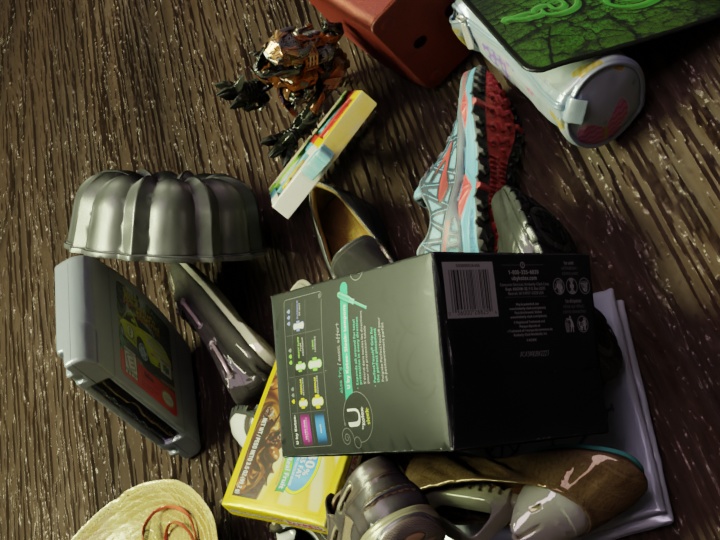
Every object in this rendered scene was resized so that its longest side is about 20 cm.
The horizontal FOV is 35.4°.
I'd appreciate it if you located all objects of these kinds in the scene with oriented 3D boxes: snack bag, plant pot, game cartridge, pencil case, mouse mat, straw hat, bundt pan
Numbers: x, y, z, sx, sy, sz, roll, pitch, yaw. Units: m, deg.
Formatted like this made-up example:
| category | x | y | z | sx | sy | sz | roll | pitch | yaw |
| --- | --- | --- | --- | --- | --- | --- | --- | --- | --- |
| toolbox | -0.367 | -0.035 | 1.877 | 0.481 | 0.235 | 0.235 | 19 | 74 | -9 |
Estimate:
| category | x | y | z | sx | sy | sz | roll | pitch | yaw |
| --- | --- | --- | --- | --- | --- | --- | --- | --- | --- |
| snack bag | 0.128 | 0.132 | 0.862 | 0.198 | 0.021 | 0.191 | -26 | 51 | 26 |
| plant pot | 0.042 | -0.298 | 1.074 | 0.200 | 0.199 | 0.177 | -43 | 57 | 10 |
| game cartridge | -0.213 | 0.077 | 1.049 | 0.040 | 0.200 | 0.134 | -26 | 51 | 10 |
| pencil case | 0.158 | -0.188 | 0.973 | 0.201 | 0.090 | 0.084 | 52 | 127 | 42 |
| mouse mat | 0.194 | -0.231 | 0.951 | 0.197 | 0.008 | 0.162 | -17 | 44 | -13 |
| straw hat | -0.177 | 0.291 | 0.975 | 0.198 | 0.085 | 0.204 | -17 | 53 | 24 |
| bundt pan | -0.187 | -0.057 | 1.099 | 0.200 | 0.200 | 0.077 | 11 | 100 | 42 |

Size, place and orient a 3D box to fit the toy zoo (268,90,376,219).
| category | x | y | z | sx | sy | sz | roll | pitch | yaw |
| --- | --- | --- | --- | --- | --- | --- | --- | --- | --- |
| toy zoo | -0.038 | -0.113 | 1.065 | 0.132 | 0.020 | 0.200 | -52 | 10 | 3 |

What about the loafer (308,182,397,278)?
| category | x | y | z | sx | sy | sz | roll | pitch | yaw |
| --- | --- | --- | --- | --- | --- | --- | --- | --- | --- |
| loafer | 0.000 | 0.000 | 1.008 | 0.073 | 0.072 | 0.201 | -41 | 47 | 12 |

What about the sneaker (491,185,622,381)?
| category | x | y | z | sx | sy | sz | roll | pitch | yaw |
| --- | --- | --- | --- | --- | --- | --- | --- | --- | --- |
| sneaker | 0.127 | 0.017 | 0.871 | 0.091 | 0.075 | 0.202 | -40 | 40 | 27 |

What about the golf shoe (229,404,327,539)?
| category | x | y | z | sx | sy | sz | roll | pitch | yaw |
| --- | --- | --- | --- | --- | --- | --- | --- | --- | --- |
| golf shoe | -0.061 | 0.182 | 0.950 | 0.199 | 0.078 | 0.095 | 25 | 82 | 46 |

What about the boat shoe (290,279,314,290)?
| category | x | y | z | sx | sy | sz | roll | pitch | yaw |
| --- | --- | --- | --- | --- | --- | --- | --- | --- | --- |
| boat shoe | -0.019 | 0.088 | 0.994 | 0.067 | 0.056 | 0.201 | -51 | 39 | 20 |

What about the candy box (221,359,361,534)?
| category | x | y | z | sx | sy | sz | roll | pitch | yaw |
| --- | --- | --- | --- | --- | --- | --- | --- | --- | --- |
| candy box | -0.034 | 0.107 | 0.915 | 0.101 | 0.026 | 0.203 | 4 | 61 | 29 |

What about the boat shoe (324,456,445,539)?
| category | x | y | z | sx | sy | sz | roll | pitch | yaw |
| --- | --- | --- | --- | --- | --- | --- | --- | --- | --- |
| boat shoe | 0.012 | 0.185 | 0.807 | 0.073 | 0.201 | 0.074 | -14 | 65 | -19 |

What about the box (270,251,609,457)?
| category | x | y | z | sx | sy | sz | roll | pitch | yaw |
| --- | --- | --- | --- | --- | --- | --- | --- | --- | --- |
| box | 0.049 | 0.063 | 0.795 | 0.199 | 0.147 | 0.127 | -16 | 77 | 53 |

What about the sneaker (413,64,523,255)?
| category | x | y | z | sx | sy | sz | roll | pitch | yaw |
| --- | --- | --- | --- | --- | --- | --- | --- | --- | --- |
| sneaker | 0.084 | -0.089 | 0.988 | 0.094 | 0.079 | 0.203 | -14 | 57 | 35 |

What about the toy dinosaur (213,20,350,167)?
| category | x | y | z | sx | sy | sz | roll | pitch | yaw |
| --- | --- | --- | --- | --- | --- | --- | --- | --- | --- |
| toy dinosaur | -0.053 | -0.183 | 1.089 | 0.136 | 0.199 | 0.103 | -45 | 60 | 19 |

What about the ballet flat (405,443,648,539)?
| category | x | y | z | sx | sy | sz | roll | pitch | yaw |
| --- | --- | --- | --- | --- | --- | --- | --- | --- | --- |
| ballet flat | 0.104 | 0.163 | 0.792 | 0.198 | 0.068 | 0.073 | -4 | 37 | 40 |

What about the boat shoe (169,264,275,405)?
| category | x | y | z | sx | sy | sz | roll | pitch | yaw |
| --- | --- | --- | --- | --- | --- | --- | --- | --- | --- |
| boat shoe | -0.145 | 0.054 | 1.089 | 0.057 | 0.067 | 0.200 | -46 | 48 | -2 |
